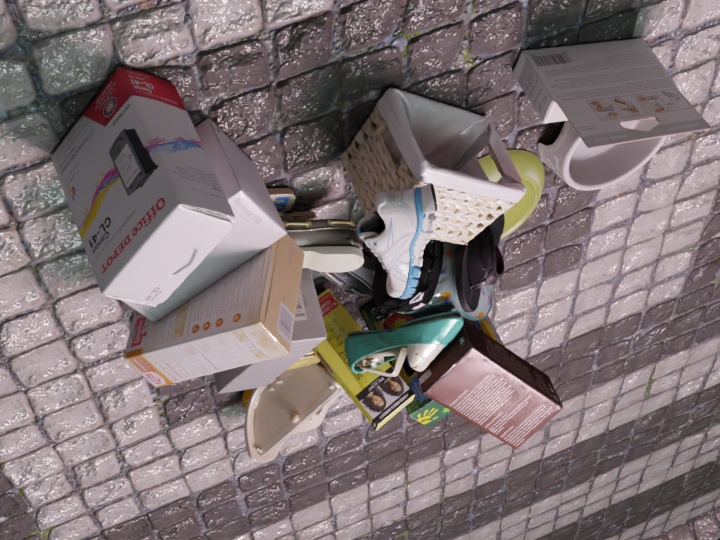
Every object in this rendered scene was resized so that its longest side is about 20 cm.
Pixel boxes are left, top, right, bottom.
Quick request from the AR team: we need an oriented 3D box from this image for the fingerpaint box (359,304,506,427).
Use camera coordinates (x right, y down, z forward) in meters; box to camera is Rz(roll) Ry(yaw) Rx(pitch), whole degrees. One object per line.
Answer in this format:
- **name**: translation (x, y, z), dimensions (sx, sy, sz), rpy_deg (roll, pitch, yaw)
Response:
- **fingerpaint box**: translation (0.113, 0.100, 1.788), dimensions (0.166, 0.201, 0.073), rpy_deg (-34, 147, 13)

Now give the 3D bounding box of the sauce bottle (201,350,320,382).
- **sauce bottle**: translation (-0.141, 0.121, 1.757), dimensions (0.197, 0.065, 0.065), rpy_deg (-10, 144, -24)

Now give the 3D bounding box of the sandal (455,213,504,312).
- **sandal**: translation (0.171, -0.029, 1.614), dimensions (0.047, 0.202, 0.076), rpy_deg (-6, 133, 29)

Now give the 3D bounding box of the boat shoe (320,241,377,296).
- **boat shoe**: translation (0.000, 0.000, 1.700), dimensions (0.070, 0.073, 0.200), rpy_deg (-19, 150, 23)

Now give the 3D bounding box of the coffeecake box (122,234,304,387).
- **coffeecake box**: translation (-0.177, 0.042, 1.456), dimensions (0.198, 0.155, 0.073), rpy_deg (-15, 138, 25)

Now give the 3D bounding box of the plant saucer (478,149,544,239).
- **plant saucer**: translation (0.185, -0.092, 1.731), dimensions (0.198, 0.031, 0.201), rpy_deg (-20, 148, -13)

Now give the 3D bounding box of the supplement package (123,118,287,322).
- **supplement package**: translation (-0.210, -0.056, 1.400), dimensions (0.199, 0.121, 0.121), rpy_deg (-33, 147, 9)

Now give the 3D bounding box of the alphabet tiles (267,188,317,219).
- **alphabet tiles**: translation (-0.158, -0.034, 1.570), dimensions (0.193, 0.015, 0.201), rpy_deg (-5, 141, -32)

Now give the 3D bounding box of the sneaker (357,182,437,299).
- **sneaker**: translation (0.036, -0.037, 1.442), dimensions (0.085, 0.076, 0.201), rpy_deg (1, 144, -6)

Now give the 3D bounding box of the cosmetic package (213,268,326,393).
- **cosmetic package**: translation (-0.135, 0.084, 1.623), dimensions (0.089, 0.108, 0.200), rpy_deg (-5, 161, -31)

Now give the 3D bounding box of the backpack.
- **backpack**: translation (0.102, 0.007, 1.661), dimensions (0.125, 0.169, 0.199), rpy_deg (7, 169, 31)

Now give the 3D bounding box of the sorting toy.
- **sorting toy**: translation (-0.077, 0.206, 1.902), dimensions (0.200, 0.108, 0.179), rpy_deg (-42, 153, 21)

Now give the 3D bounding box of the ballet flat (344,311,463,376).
- **ballet flat**: translation (0.061, 0.107, 1.630), dimensions (0.198, 0.071, 0.067), rpy_deg (-15, 161, 37)

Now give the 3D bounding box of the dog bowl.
- **dog bowl**: translation (0.350, -0.194, 1.685), dimensions (0.198, 0.059, 0.201), rpy_deg (-20, 147, -13)

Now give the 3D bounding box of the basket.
- **basket**: translation (0.089, -0.126, 1.518), dimensions (0.198, 0.137, 0.123), rpy_deg (10, 137, -43)

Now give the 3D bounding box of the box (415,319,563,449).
- **box**: translation (0.179, 0.161, 1.673), dimensions (0.199, 0.075, 0.100), rpy_deg (33, 113, -33)

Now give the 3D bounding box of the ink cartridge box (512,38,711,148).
- **ink cartridge box**: translation (0.318, -0.216, 1.517), dimensions (0.197, 0.177, 0.045), rpy_deg (-10, 145, -25)

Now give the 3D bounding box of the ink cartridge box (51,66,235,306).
- **ink cartridge box**: translation (-0.233, -0.089, 1.261), dimensions (0.085, 0.201, 0.148), rpy_deg (15, 129, -47)

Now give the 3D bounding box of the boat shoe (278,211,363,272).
- **boat shoe**: translation (-0.094, -0.040, 1.533), dimensions (0.199, 0.061, 0.072), rpy_deg (4, 155, -13)

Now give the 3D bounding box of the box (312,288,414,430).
- **box**: translation (-0.011, 0.128, 1.721), dimensions (0.075, 0.201, 0.050), rpy_deg (-36, 167, -13)
